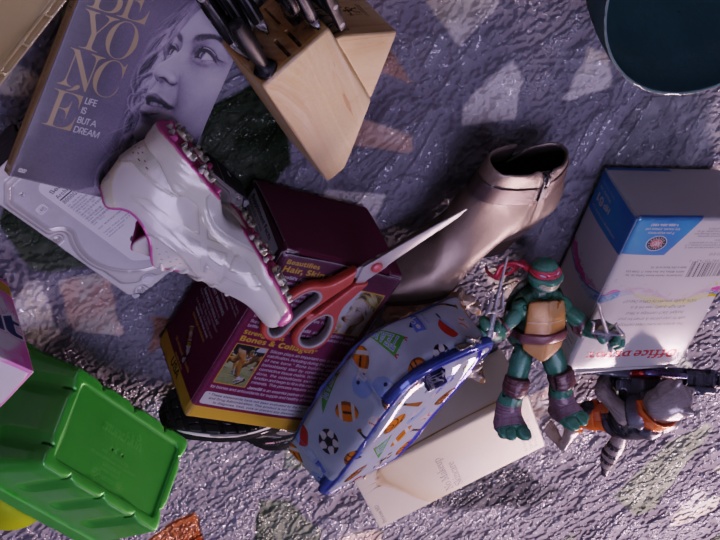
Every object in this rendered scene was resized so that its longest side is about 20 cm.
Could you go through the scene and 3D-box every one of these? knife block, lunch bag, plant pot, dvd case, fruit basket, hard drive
[{"bbox_3d":[-0.066,-0.160,1.231,0.174,0.064,0.201,-11,137,-39],"label":"knife block"},{"bbox_3d":[0.032,0.113,1.443,0.160,0.076,0.200,-17,152,-49],"label":"lunch bag"},{"bbox_3d":[0.258,-0.263,1.273,0.198,0.135,0.201,-14,135,-14],"label":"plant pot"},{"bbox_3d":[-0.173,-0.149,1.213,0.148,0.016,0.201,12,109,-39],"label":"dvd case"},{"bbox_3d":[-0.292,0.168,1.435,0.214,0.157,0.216,16,158,7],"label":"fruit basket"},{"bbox_3d":[-0.203,-0.071,1.300,0.139,0.038,0.200,-38,135,10],"label":"hard drive"}]

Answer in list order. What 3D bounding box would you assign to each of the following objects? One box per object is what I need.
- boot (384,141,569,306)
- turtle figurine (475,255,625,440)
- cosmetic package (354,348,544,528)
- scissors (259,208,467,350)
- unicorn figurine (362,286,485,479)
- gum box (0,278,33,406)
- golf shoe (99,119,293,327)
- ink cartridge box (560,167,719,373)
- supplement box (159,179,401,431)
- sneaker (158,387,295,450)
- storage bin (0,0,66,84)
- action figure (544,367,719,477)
[{"bbox_3d":[0.100,-0.050,1.426,0.199,0.070,0.147,-25,156,-32],"label":"boot"},{"bbox_3d":[0.178,0.063,1.514,0.148,0.101,0.202,-1,118,-2],"label":"turtle figurine"},{"bbox_3d":[0.083,0.176,1.647,0.199,0.073,0.104,-28,137,-1],"label":"cosmetic package"},{"bbox_3d":[0.000,0.000,1.332,0.200,0.014,0.073,-41,133,15],"label":"scissors"},{"bbox_3d":[0.056,0.096,1.568,0.136,0.074,0.202,-8,120,-4],"label":"unicorn figurine"},{"bbox_3d":[-0.360,0.033,1.263,0.066,0.114,0.199,-43,134,17],"label":"gum box"},{"bbox_3d":[-0.130,-0.024,1.257,0.091,0.075,0.201,-34,113,3],"label":"golf shoe"},{"bbox_3d":[0.282,0.001,1.570,0.143,0.085,0.201,-1,130,-25],"label":"ink cartridge box"},{"bbox_3d":[-0.076,0.036,1.413,0.130,0.104,0.201,14,124,-34],"label":"supplement box"},{"bbox_3d":[-0.101,0.150,1.534,0.198,0.076,0.088,-5,139,-22],"label":"sneaker"},{"bbox_3d":[-0.324,-0.207,1.072,0.199,0.094,0.199,27,115,-40],"label":"storage bin"},{"bbox_3d":[0.313,0.155,1.683,0.198,0.106,0.194,4,163,-14],"label":"action figure"}]
